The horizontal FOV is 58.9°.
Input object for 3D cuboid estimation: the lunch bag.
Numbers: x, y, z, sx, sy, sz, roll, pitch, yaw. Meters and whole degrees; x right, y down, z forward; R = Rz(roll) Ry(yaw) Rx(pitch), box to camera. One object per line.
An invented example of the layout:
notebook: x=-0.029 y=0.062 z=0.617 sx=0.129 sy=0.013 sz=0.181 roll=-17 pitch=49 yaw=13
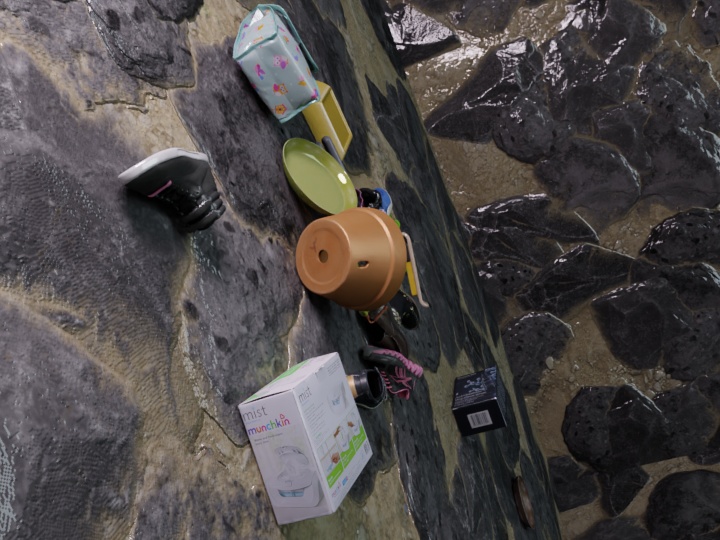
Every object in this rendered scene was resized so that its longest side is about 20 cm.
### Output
lunch bag: x=-0.167 y=-0.426 z=1.285 sx=0.171 sy=0.120 sz=0.202 roll=54 pitch=17 yaw=-38

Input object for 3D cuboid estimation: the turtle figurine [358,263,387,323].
turtle figurine: x=0.000 y=0.000 z=1.387 sx=0.160 sy=0.064 sz=0.204 roll=27 pitch=71 yaw=-41

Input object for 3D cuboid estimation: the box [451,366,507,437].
box: x=0.383 y=0.417 z=2.042 sx=0.200 sy=0.146 sz=0.109 roll=-60 pitch=129 yaw=-67

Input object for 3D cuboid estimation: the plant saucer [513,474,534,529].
plant saucer: x=0.639 y=0.911 z=2.509 sx=0.200 sy=0.032 sz=0.204 roll=-18 pitch=91 yaw=-73

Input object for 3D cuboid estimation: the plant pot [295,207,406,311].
plant pot: x=-0.029 y=-0.023 z=1.212 sx=0.139 sy=0.198 sz=0.204 roll=1 pitch=70 yaw=-53

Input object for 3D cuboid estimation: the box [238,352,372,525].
box: x=-0.072 y=0.238 z=0.945 sx=0.180 sy=0.095 sz=0.200 roll=70 pitch=18 yaw=-2

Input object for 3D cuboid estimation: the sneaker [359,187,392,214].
sneaker: x=0.034 y=-0.189 z=1.713 sx=0.202 sy=0.075 sz=0.112 roll=-77 pitch=154 yaw=-48

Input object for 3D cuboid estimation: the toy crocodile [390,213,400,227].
toy crocodile: x=0.091 y=-0.081 z=1.821 sx=0.068 sy=0.061 sz=0.204 roll=-43 pitch=118 yaw=-71

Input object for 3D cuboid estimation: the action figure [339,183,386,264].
action figure: x=-0.024 y=-0.098 z=1.471 sx=0.201 sy=0.146 sz=0.136 roll=76 pitch=30 yaw=-63

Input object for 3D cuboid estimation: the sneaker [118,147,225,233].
sneaker: x=-0.233 y=-0.099 z=0.834 sx=0.101 sy=0.070 sz=0.200 roll=65 pitch=14 yaw=-3

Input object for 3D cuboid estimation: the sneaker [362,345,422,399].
sneaker: x=0.066 y=0.232 z=1.417 sx=0.199 sy=0.078 sz=0.097 roll=35 pitch=72 yaw=-44

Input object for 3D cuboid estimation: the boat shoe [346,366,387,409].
boat shoe: x=0.022 y=0.236 z=1.285 sx=0.200 sy=0.061 sz=0.076 roll=30 pitch=42 yaw=-66

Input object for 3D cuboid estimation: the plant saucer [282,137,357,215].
plant saucer: x=-0.090 y=-0.187 z=1.329 sx=0.199 sy=0.031 sz=0.202 roll=33 pitch=36 yaw=-28

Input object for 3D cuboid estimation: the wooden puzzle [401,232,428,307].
wooden puzzle: x=0.138 y=0.001 z=1.711 sx=0.185 sy=0.037 sz=0.204 roll=8 pitch=66 yaw=-86

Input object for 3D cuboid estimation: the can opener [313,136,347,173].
can opener: x=-0.059 y=-0.224 z=1.538 sx=0.066 sy=0.052 sz=0.202 roll=33 pitch=-28 yaw=60

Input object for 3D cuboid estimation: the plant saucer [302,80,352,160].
plant saucer: x=-0.077 y=-0.373 z=1.613 sx=0.202 sy=0.048 sz=0.201 roll=63 pitch=20 yaw=-24

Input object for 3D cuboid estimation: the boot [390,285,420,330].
boot: x=0.091 y=0.116 z=1.604 sx=0.205 sy=0.072 sz=0.155 roll=59 pitch=26 yaw=-34

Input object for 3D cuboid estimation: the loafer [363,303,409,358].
loafer: x=0.050 y=0.146 z=1.475 sx=0.071 sy=0.072 sz=0.202 roll=-47 pitch=125 yaw=-31
